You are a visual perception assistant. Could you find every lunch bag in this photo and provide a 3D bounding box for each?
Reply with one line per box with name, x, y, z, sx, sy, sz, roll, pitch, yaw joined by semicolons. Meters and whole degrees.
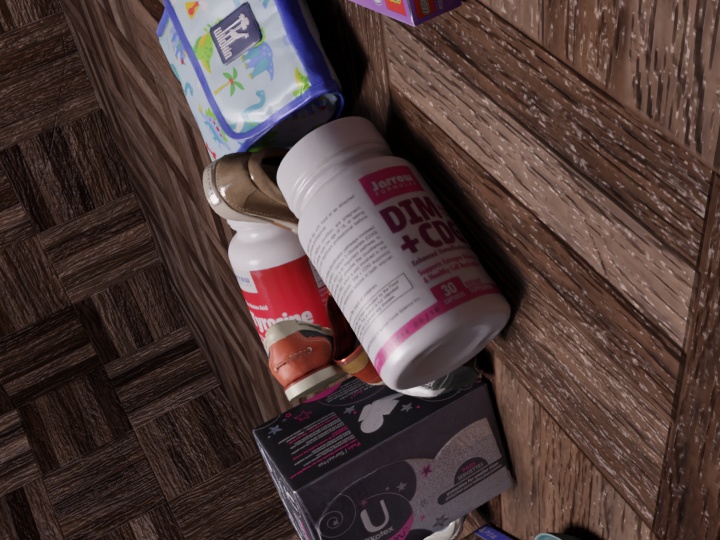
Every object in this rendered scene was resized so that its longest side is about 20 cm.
lunch bag;-0.094;-0.195;0.868;0.171;0.127;0.200;65;153;4

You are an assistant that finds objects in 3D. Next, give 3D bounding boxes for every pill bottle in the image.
pill bottle;0.020;-0.017;0.769;0.200;0.113;0.113;57;164;22
pill bottle;-0.071;0.006;1.020;0.112;0.112;0.201;33;145;63

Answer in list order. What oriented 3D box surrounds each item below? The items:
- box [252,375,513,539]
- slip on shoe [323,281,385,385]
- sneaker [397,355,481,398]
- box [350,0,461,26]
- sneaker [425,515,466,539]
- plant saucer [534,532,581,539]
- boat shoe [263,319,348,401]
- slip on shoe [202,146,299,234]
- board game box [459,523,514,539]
box;0.024;0.178;0.908;0.115;0.199;0.133;41;153;58
slip on shoe;0.000;0.000;0.853;0.074;0.061;0.201;-24;60;41
sneaker;0.035;0.040;0.893;0.200;0.080;0.087;37;140;48
box;-0.012;-0.249;0.636;0.200;0.039;0.137;42;154;54
sneaker;0.071;0.218;1.104;0.200;0.077;0.080;54;133;49
plant saucer;0.214;0.306;0.815;0.200;0.027;0.200;56;162;27
boat shoe;-0.043;0.078;0.900;0.063;0.071;0.200;59;-174;8
slip on shoe;-0.056;-0.078;0.883;0.060;0.200;0.076;-22;75;32
board game box;0.095;0.362;0.969;0.097;0.199;0.159;64;164;-6
